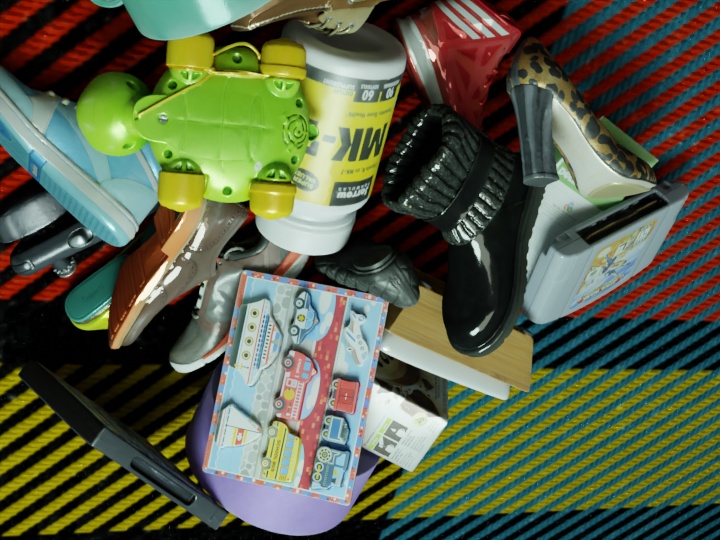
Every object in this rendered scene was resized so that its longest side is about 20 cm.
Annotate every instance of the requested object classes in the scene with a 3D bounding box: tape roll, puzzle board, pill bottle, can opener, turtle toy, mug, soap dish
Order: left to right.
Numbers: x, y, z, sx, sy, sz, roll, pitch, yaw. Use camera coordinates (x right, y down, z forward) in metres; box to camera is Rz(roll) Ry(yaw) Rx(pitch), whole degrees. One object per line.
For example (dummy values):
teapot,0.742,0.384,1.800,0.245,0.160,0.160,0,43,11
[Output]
can opener,-0.241,-0.054,0.949,0.199,0.064,0.079,-22,129,-1
mug,-0.142,-0.260,0.774,0.184,0.152,0.115,-25,126,0
turtle toy,-0.132,-0.123,0.835,0.199,0.101,0.147,4,98,-15
tape roll,-0.081,0.179,1.087,0.199,0.200,0.085,13,120,-26
puzzle board,-0.063,0.110,0.975,0.150,0.017,0.201,10,85,9
pill bottle,-0.034,-0.123,0.937,0.114,0.115,0.201,2,125,-20
soap dish,0.078,0.053,1.086,0.199,0.157,0.082,25,97,-31

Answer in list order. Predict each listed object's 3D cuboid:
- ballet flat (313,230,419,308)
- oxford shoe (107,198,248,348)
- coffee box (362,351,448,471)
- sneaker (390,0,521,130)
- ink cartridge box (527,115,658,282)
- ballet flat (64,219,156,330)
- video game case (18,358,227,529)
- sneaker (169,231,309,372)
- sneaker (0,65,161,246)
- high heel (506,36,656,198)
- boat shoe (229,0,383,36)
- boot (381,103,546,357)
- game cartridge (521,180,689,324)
ballet flat,0.000,0.000,0.989,0.066,0.200,0.057,-33,107,-10
oxford shoe,-0.173,0.006,0.933,0.073,0.072,0.200,18,127,-32
coffee box,-0.010,0.113,1.078,0.199,0.113,0.080,28,115,-9
sneaker,0.116,-0.175,0.974,0.115,0.079,0.200,-27,130,3
ink cartridge box,0.208,-0.079,1.085,0.104,0.059,0.200,29,112,-33
ballet flat,-0.204,-0.004,1.008,0.200,0.067,0.067,-35,149,12
video game case,-0.245,0.176,1.038,0.026,0.200,0.181,-52,128,-13
sneaker,-0.140,0.016,1.042,0.082,0.077,0.200,41,99,-19
sneaker,-0.241,-0.133,0.894,0.200,0.079,0.131,47,70,-15
high heel,0.223,-0.146,0.982,0.199,0.144,0.071,4,167,-39
boat shoe,-0.018,-0.233,0.846,0.199,0.076,0.074,-29,122,-26
boot,0.085,-0.033,0.935,0.157,0.079,0.213,16,85,-45
game cartridge,0.266,-0.016,1.110,0.199,0.042,0.134,-26,146,-27
